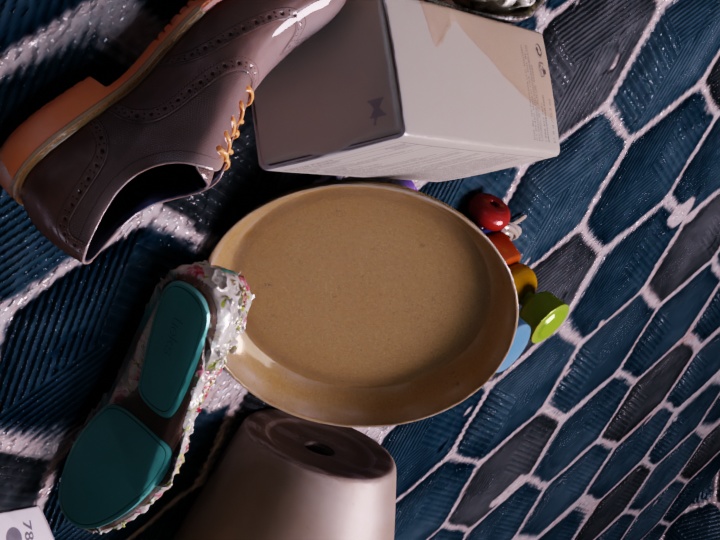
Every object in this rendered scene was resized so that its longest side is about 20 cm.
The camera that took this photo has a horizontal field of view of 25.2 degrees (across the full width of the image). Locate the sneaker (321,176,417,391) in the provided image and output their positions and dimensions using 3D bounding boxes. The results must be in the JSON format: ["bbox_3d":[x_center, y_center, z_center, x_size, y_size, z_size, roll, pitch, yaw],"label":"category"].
[{"bbox_3d":[-0.001,0.000,1.078,0.099,0.069,0.201,-34,157,-48],"label":"sneaker"}]

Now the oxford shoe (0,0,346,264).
[{"bbox_3d":[-0.076,-0.079,0.778,0.199,0.073,0.071,-38,164,-9],"label":"oxford shoe"}]

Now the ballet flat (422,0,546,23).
[{"bbox_3d":[0.057,-0.174,0.886,0.072,0.072,0.200,-56,157,19],"label":"ballet flat"}]

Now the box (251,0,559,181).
[{"bbox_3d":[0.029,-0.098,0.902,0.094,0.079,0.199,-10,176,29],"label":"box"}]

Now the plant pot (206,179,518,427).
[{"bbox_3d":[-0.001,0.019,0.998,0.028,0.198,0.201,-87,-166,-49],"label":"plant pot"}]

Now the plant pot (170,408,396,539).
[{"bbox_3d":[-0.053,0.205,1.173,0.199,0.199,0.175,-6,118,-57],"label":"plant pot"}]

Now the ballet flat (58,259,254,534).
[{"bbox_3d":[-0.118,0.079,0.978,0.201,0.075,0.064,-57,163,26],"label":"ballet flat"}]

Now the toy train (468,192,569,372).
[{"bbox_3d":[0.113,0.007,1.215,0.199,0.116,0.085,-18,144,-50],"label":"toy train"}]

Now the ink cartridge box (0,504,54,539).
[{"bbox_3d":[-0.242,0.156,0.856,0.098,0.040,0.199,-14,171,26],"label":"ink cartridge box"}]
